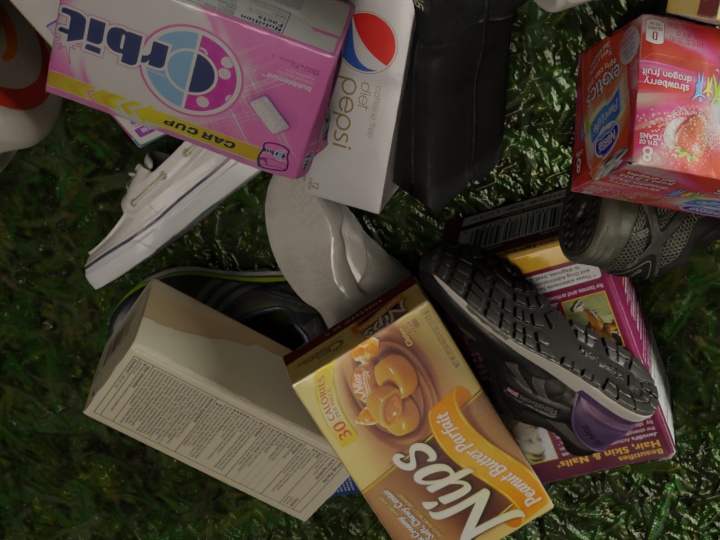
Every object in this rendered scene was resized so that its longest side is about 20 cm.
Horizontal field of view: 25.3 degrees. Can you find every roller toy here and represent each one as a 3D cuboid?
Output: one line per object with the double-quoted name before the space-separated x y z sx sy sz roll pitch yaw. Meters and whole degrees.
"roller toy" -0.315 -0.150 1.169 0.139 0.201 0.182 -31 143 25

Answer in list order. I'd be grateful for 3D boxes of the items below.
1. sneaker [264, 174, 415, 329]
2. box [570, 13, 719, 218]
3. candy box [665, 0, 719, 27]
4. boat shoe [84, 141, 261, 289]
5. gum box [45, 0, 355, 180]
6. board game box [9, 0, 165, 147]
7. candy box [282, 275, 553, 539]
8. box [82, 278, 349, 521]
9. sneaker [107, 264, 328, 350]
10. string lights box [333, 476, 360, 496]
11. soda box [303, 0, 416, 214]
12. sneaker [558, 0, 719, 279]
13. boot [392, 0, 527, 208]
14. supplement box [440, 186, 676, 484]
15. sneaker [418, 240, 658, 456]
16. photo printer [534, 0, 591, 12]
"sneaker" 0.000 0.000 1.252 0.075 0.088 0.201 -36 81 46
"box" 0.245 -0.091 1.046 0.199 0.095 0.100 8 79 -17
"candy box" 0.297 -0.200 1.019 0.199 0.056 0.118 8 98 -29
"boat shoe" -0.148 -0.064 1.254 0.199 0.074 0.067 -36 92 16
"gum box" -0.106 -0.150 1.101 0.199 0.066 0.114 20 134 -2
"board game box" -0.158 -0.195 1.157 0.152 0.040 0.200 -21 128 24
"candy box" 0.043 0.119 1.171 0.115 0.055 0.201 -31 114 2
"box" -0.099 0.101 1.229 0.199 0.078 0.095 29 128 -16
"sneaker" -0.114 0.041 1.288 0.199 0.081 0.074 -10 116 16
"string lights box" 0.012 0.124 1.321 0.199 0.059 0.103 -9 116 16
"soda box" 0.010 -0.148 1.165 0.063 0.068 0.201 16 120 12
"sneaker" 0.211 -0.086 1.129 0.114 0.201 0.076 19 163 -26
"boot" 0.099 -0.156 1.137 0.164 0.066 0.201 -23 135 -23
"supplement box" 0.152 0.050 1.227 0.130 0.103 0.201 -15 113 18
"sneaker" 0.109 0.066 1.146 0.200 0.076 0.088 37 125 -9
"photo printer" 0.190 -0.272 1.024 0.199 0.069 0.167 -21 114 -14
